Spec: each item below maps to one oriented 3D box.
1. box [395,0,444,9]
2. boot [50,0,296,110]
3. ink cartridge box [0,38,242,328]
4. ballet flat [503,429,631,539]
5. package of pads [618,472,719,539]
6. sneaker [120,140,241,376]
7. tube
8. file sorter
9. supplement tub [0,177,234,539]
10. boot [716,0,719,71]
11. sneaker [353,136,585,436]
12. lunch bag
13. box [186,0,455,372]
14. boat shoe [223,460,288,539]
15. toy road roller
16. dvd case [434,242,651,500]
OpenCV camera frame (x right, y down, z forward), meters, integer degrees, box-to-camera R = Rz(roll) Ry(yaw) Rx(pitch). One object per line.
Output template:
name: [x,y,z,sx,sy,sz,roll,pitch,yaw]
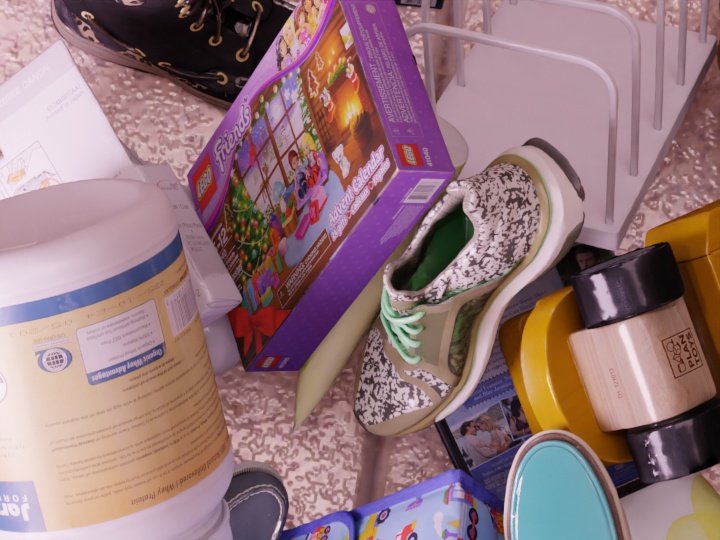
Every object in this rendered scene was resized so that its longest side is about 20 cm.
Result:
box: [-0.039,-0.244,1.465,0.198,0.038,0.138,5,75,-2]
boot: [-0.091,-0.159,1.381,0.199,0.151,0.074,18,75,1]
ink cartridge box: [-0.190,-0.005,1.341,0.199,0.045,0.177,-34,80,21]
ballet flat: [0.122,0.181,1.243,0.069,0.069,0.201,-11,90,-6]
package of pads: [0.152,0.216,1.345,0.200,0.068,0.155,-40,83,-13]
sneaker: [-0.126,-0.025,1.392,0.081,0.077,0.201,-27,77,-30]
tube: [0.000,0.000,1.320,0.058,0.201,0.052,-17,53,-43]
file sorter: [0.114,-0.133,1.344,0.138,0.125,0.200,13,44,19]
supplement tub: [-0.147,0.066,1.227,0.144,0.145,0.201,-15,107,-7]
boot: [0.272,-0.098,1.422,0.072,0.200,0.155,-12,114,22]
sneaker: [0.034,0.011,1.249,0.088,0.201,0.077,-3,45,-43]
lunch bag: [0.003,0.210,1.293,0.094,0.199,0.151,30,57,-37]
box: [-0.027,-0.053,1.283,0.039,0.200,0.138,1,56,-31]
boat shoe: [-0.096,0.202,1.315,0.073,0.062,0.201,38,86,-35]
toy road roller: [0.169,0.038,1.292,0.199,0.146,0.124,-22,93,-37]
dvd case: [0.103,0.052,1.373,0.142,0.018,0.201,-23,60,-4]
